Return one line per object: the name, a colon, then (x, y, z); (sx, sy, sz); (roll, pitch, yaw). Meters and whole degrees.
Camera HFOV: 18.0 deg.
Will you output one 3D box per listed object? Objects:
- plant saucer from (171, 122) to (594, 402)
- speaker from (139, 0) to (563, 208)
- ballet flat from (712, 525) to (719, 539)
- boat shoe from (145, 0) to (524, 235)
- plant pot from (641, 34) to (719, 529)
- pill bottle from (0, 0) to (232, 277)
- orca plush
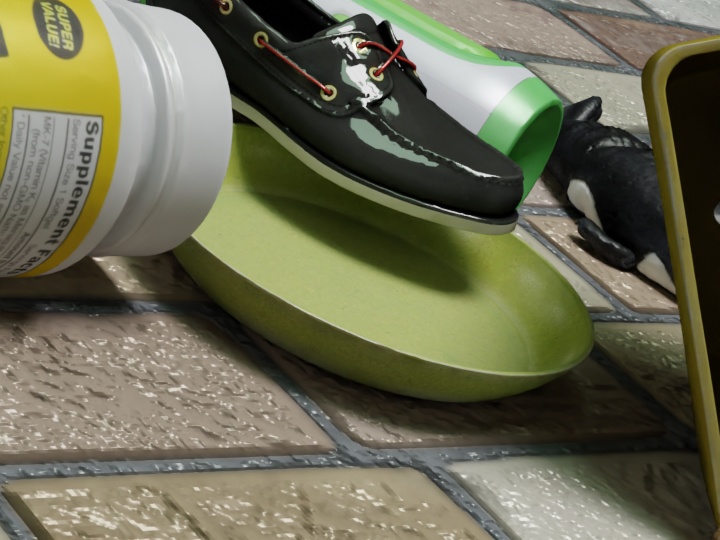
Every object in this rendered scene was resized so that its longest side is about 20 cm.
plant saucer: (0.000, 0.000, 0.938); (0.200, 0.031, 0.200); (20, 21, -8)
speaker: (-0.006, -0.097, 1.081); (0.200, 0.089, 0.088); (31, 23, 18)
ballet flat: (0.136, 0.135, 0.713); (0.200, 0.072, 0.068); (-104, 170, -49)
boat shoe: (-0.010, -0.082, 0.997); (0.201, 0.063, 0.074); (34, 21, 20)
plant pot: (0.212, -0.019, 0.932); (0.200, 0.200, 0.176); (-11, 12, -3)
pill bottle: (-0.150, -0.054, 0.795); (0.200, 0.114, 0.114); (1, 31, -45)
orca plush: (0.156, -0.051, 1.163); (0.105, 0.071, 0.200); (15, 23, -23)
